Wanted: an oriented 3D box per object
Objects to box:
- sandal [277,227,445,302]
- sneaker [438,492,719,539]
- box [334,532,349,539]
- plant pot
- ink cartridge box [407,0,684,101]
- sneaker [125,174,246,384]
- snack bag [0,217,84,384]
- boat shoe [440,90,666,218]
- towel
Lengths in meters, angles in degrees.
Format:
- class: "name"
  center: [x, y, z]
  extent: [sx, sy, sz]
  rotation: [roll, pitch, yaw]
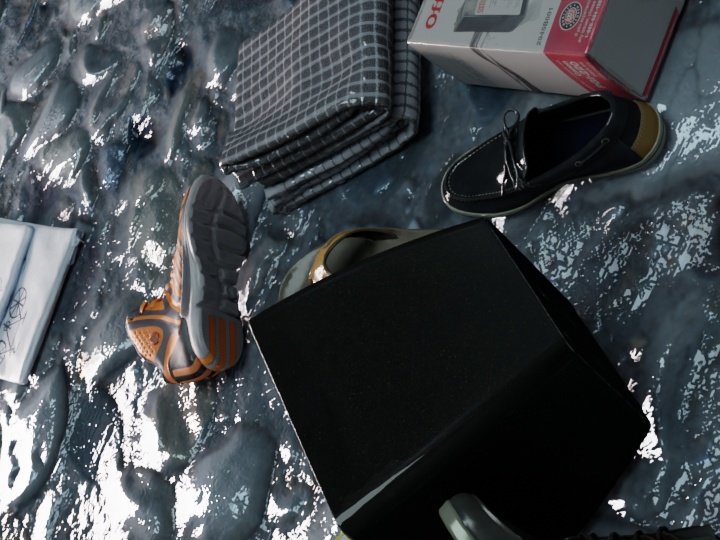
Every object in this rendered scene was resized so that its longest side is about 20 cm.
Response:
- class: "sandal"
  center: [0.000, 0.000, 1.190]
  extent: [0.200, 0.055, 0.082]
  rotation: [-7, 65, 44]
- class: "sneaker"
  center: [0.150, 0.174, 0.872]
  extent: [0.106, 0.200, 0.075]
  rotation: [-53, 2, 2]
- class: "box"
  center: [-0.032, 0.295, 1.078]
  extent: [0.200, 0.048, 0.117]
  rotation: [-45, 44, 17]
- class: "plant pot"
  center: [0.074, 0.087, 0.976]
  extent: [0.177, 0.200, 0.200]
  rotation: [-38, 45, 12]
- class: "ink cartridge box"
  center: [0.150, -0.220, 1.127]
  extent: [0.200, 0.085, 0.146]
  rotation: [14, 81, 50]
- class: "sneaker"
  center: [-0.170, 0.012, 1.344]
  extent: [0.112, 0.078, 0.200]
  rotation: [-22, 56, 37]
- class: "snack bag"
  center: [-0.397, 0.033, 1.613]
  extent: [0.200, 0.021, 0.189]
  rotation: [9, 76, 48]
- class: "boat shoe"
  center: [0.134, -0.091, 1.094]
  extent: [0.200, 0.062, 0.075]
  rotation: [-15, 62, 43]
- class: "towel"
  center: [-0.039, -0.167, 1.294]
  extent: [0.200, 0.086, 0.166]
  rotation: [-26, 52, 36]
